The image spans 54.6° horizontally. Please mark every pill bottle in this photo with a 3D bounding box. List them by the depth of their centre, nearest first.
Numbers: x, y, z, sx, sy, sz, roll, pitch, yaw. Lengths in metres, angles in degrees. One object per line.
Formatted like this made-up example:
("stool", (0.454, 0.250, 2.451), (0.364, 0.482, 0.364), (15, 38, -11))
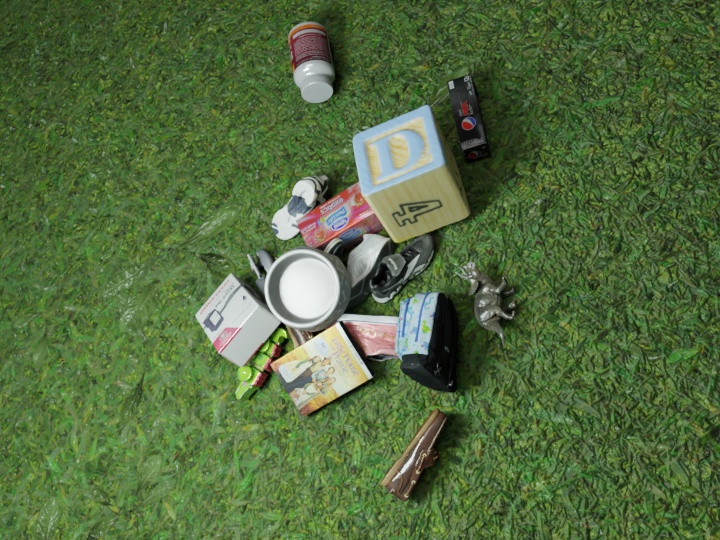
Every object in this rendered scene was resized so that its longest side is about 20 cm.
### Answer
("pill bottle", (-0.129, -0.559, 1.880), (0.113, 0.113, 0.200), (-17, 65, 16))

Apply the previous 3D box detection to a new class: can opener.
("can opener", (-0.223, 0.030, 1.736), (0.067, 0.053, 0.200), (-32, 65, -1))

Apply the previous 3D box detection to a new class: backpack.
("backpack", (0.146, 0.140, 1.493), (0.154, 0.163, 0.200), (2, 65, 38))

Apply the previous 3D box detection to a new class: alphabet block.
("alphabet block", (0.116, -0.215, 1.588), (0.196, 0.200, 0.196), (-19, 55, 16))

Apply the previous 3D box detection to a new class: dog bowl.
("dog bowl", (-0.125, 0.041, 1.573), (0.200, 0.059, 0.200), (0, 87, 11))

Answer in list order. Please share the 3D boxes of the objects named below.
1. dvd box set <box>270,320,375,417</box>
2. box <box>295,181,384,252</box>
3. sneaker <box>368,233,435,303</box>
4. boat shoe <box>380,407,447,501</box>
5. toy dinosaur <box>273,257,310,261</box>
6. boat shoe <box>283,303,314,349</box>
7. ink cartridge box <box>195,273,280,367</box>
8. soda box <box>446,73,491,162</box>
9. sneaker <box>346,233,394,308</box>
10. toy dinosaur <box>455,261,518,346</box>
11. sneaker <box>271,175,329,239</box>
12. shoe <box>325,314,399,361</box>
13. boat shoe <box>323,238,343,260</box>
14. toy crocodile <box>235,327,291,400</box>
("dvd box set", (-0.086, 0.223, 1.575), (0.200, 0.029, 0.146), (-31, 90, 17))
("box", (-0.041, -0.117, 1.692), (0.200, 0.095, 0.100), (-30, 64, 9))
("sneaker", (0.093, -0.012, 1.602), (0.200, 0.090, 0.066), (-45, 62, 1))
("boat shoe", (0.125, 0.384, 1.454), (0.070, 0.070, 0.200), (35, 91, 11))
("toy dinosaur", (-0.139, -0.007, 1.704), (0.060, 0.200, 0.106), (-17, 88, -29))
("boat shoe", (-0.136, 0.137, 1.641), (0.070, 0.070, 0.200), (-25, 85, 3))
("ink cartridge box", (-0.298, 0.116, 1.678), (0.145, 0.084, 0.200), (-50, 37, -1))
("soda box", (0.260, -0.365, 1.673), (0.063, 0.071, 0.200), (-14, 67, 16))
("sneaker", (0.000, 0.000, 1.654), (0.080, 0.070, 0.200), (25, 75, 33))
("toy dinosaur", (0.284, 0.075, 1.514), (0.102, 0.077, 0.200), (-20, 69, 28))
("sneaker", (-0.140, -0.167, 1.769), (0.079, 0.130, 0.199), (37, 127, 11))
("shoe", (0.004, 0.154, 1.589), (0.200, 0.071, 0.091), (0, 68, 19))
("boat shoe", (-0.070, 0.022, 1.651), (0.062, 0.075, 0.200), (21, 100, 23))
("toy crocodile", (-0.233, 0.222, 1.662), (0.062, 0.068, 0.200), (27, 83, 28))
